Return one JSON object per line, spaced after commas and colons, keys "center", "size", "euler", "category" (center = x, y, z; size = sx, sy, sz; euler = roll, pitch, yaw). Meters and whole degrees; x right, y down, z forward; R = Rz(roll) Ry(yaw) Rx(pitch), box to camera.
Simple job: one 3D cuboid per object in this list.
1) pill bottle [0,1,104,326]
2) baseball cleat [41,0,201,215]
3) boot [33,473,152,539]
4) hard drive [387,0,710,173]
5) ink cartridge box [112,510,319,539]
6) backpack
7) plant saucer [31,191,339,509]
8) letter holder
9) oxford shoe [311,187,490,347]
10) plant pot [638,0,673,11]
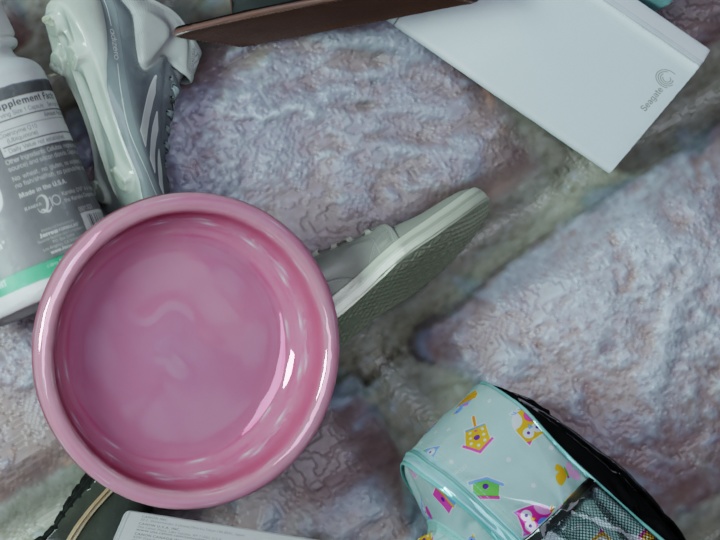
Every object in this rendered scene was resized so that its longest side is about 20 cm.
{"center": [-0.243, -0.070, 1.629], "size": [0.113, 0.113, 0.200], "euler": [-23, 88, -6], "category": "pill bottle"}
{"center": [-0.140, -0.100, 1.663], "size": [0.106, 0.070, 0.200], "euler": [-25, 105, -30], "category": "baseball cleat"}
{"center": [-0.142, 0.197, 1.648], "size": [0.138, 0.077, 0.200], "euler": [39, 96, -7], "category": "boot"}
{"center": [0.117, -0.161, 1.663], "size": [0.200, 0.132, 0.027], "euler": [34, 51, -2], "category": "hard drive"}
{"center": [-0.058, 0.245, 1.585], "size": [0.200, 0.045, 0.176], "euler": [8, 126, 8], "category": "ink cartridge box"}
{"center": [0.109, 0.175, 1.614], "size": [0.153, 0.176, 0.200], "euler": [-37, 80, -5], "category": "backpack"}
{"center": [-0.113, 0.050, 1.583], "size": [0.200, 0.051, 0.201], "euler": [-1, 93, -20], "category": "plant saucer"}
{"center": [-0.048, -0.211, 1.593], "size": [0.200, 0.142, 0.101], "euler": [-7, 86, 37], "category": "letter holder"}
{"center": [0.000, 0.000, 1.671], "size": [0.200, 0.075, 0.058], "euler": [-36, 66, -7], "category": "oxford shoe"}
{"center": [0.147, -0.268, 1.659], "size": [0.200, 0.141, 0.141], "euler": [44, 72, -11], "category": "plant pot"}
